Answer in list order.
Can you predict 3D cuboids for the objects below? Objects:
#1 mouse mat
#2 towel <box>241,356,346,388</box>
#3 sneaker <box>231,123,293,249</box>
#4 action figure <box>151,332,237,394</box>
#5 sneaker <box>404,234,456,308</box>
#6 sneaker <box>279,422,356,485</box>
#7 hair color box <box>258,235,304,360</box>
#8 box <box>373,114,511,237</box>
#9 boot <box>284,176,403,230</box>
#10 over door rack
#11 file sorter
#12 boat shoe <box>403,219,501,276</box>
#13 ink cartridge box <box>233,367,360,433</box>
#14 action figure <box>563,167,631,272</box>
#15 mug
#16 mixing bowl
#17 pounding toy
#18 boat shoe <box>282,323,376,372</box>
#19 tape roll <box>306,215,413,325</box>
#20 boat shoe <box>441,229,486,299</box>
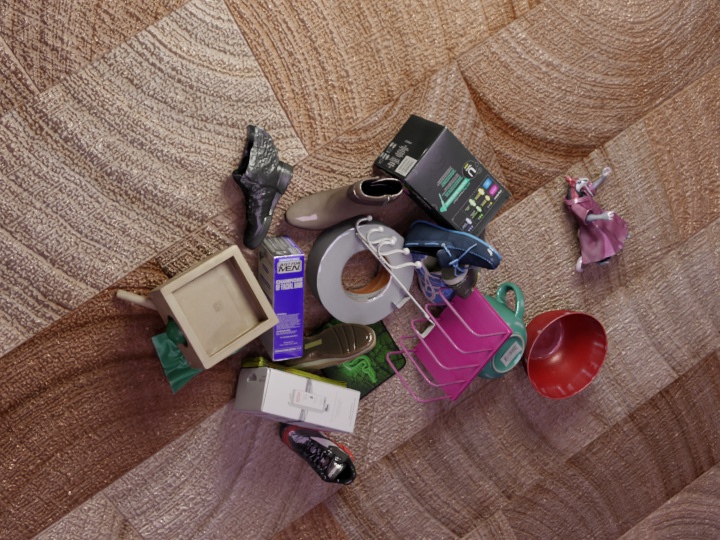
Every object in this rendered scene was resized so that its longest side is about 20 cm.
[{"bbox_3d":[-0.008,0.167,1.759,0.160,0.008,0.201,-36,118,-6],"label":"mouse mat"},{"bbox_3d":[-0.128,0.200,1.680,0.198,0.086,0.018,20,74,-30],"label":"towel"},{"bbox_3d":[-0.190,-0.146,1.535,0.103,0.060,0.202,24,94,-30],"label":"sneaker"},{"bbox_3d":[-0.277,0.132,1.607,0.198,0.055,0.119,-24,116,-20],"label":"action figure"},{"bbox_3d":[0.150,0.012,1.724,0.076,0.077,0.200,-41,123,-4],"label":"sneaker"},{"bbox_3d":[-0.079,0.371,1.757,0.071,0.098,0.200,-48,118,3],"label":"sneaker"},{"bbox_3d":[-0.147,0.049,1.597,0.064,0.109,0.203,-7,113,-20],"label":"hair color box"},{"bbox_3d":[0.152,-0.170,1.613,0.200,0.148,0.125,39,90,-30],"label":"box"},{"bbox_3d":[-0.024,-0.127,1.554,0.198,0.146,0.071,-16,87,-26],"label":"boot"},{"bbox_3d":[0.071,0.002,1.572,0.066,0.148,0.201,-31,116,-3],"label":"over door rack"},{"bbox_3d":[0.165,0.143,1.690,0.125,0.139,0.201,-2,135,-49],"label":"file sorter"},{"bbox_3d":[0.166,-0.029,1.591,0.069,0.199,0.084,-55,134,-18],"label":"boat shoe"},{"bbox_3d":[-0.123,0.248,1.654,0.198,0.146,0.084,19,74,-27],"label":"ink cartridge box"},{"bbox_3d":[0.475,-0.119,1.817,0.148,0.134,0.200,-27,112,38],"label":"action figure"},{"bbox_3d":[0.269,0.130,1.777,0.151,0.114,0.187,-12,121,-32],"label":"mug"},{"bbox_3d":[0.419,0.164,1.877,0.198,0.108,0.203,-8,112,-20],"label":"mixing bowl"},{"bbox_3d":[-0.288,0.065,1.524,0.199,0.142,0.186,-33,99,-24],"label":"pounding toy"},{"bbox_3d":[-0.051,0.153,1.669,0.198,0.072,0.076,-13,144,26],"label":"boat shoe"},{"bbox_3d":[0.000,0.000,1.661,0.198,0.066,0.203,-7,111,-19],"label":"tape roll"},{"bbox_3d":[0.207,-0.032,1.687,0.061,0.071,0.202,51,42,-28],"label":"boat shoe"}]
